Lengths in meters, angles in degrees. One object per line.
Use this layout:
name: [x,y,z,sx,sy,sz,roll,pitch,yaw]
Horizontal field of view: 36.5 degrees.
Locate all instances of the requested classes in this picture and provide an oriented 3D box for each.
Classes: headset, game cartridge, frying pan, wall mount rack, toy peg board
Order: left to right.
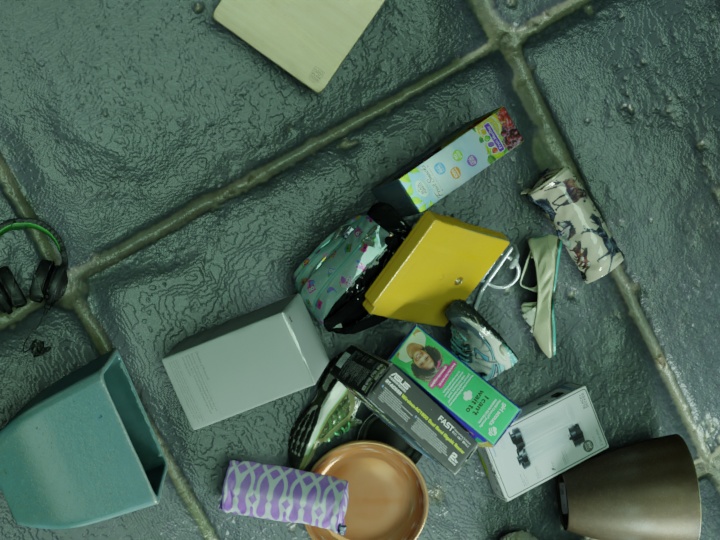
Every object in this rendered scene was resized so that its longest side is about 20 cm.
headset: [-0.473,0.022,1.549,0.122,0.094,0.202,-9,83,-14]
toy peg board: [-0.088,-0.410,1.655,0.199,0.098,0.200,34,99,-13]
frying pan: [0.047,0.305,1.730,0.114,0.031,0.192,-1,103,-12]
game cartridge: [0.110,0.001,1.614,0.199,0.032,0.177,14,119,-49]
wall mount rack: [0.155,0.009,1.733,0.199,0.075,0.175,26,115,-13]

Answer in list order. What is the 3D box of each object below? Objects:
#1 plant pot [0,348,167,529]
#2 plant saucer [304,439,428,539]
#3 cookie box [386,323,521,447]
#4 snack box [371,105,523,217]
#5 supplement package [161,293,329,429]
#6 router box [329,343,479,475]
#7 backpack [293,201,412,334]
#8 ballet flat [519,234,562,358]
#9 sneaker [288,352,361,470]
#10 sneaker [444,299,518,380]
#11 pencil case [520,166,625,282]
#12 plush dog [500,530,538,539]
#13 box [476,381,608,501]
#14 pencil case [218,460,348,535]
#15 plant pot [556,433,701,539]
plant pot: [-0.404,0.251,1.533,0.198,0.196,0.198,-22,97,-3]
plant saucer: [0.006,0.357,1.698,0.198,0.037,0.202,0,99,-3]
cookie box: [0.135,0.178,1.653,0.199,0.171,0.075,38,82,5]
snack box: [0.129,-0.160,1.668,0.199,0.169,0.068,-34,96,-11]
supplement package: [-0.164,0.131,1.588,0.198,0.117,0.118,-22,97,13]
router box: [0.063,0.204,1.616,0.200,0.150,0.062,43,80,-22]
backpack: [0.000,0.000,1.641,0.200,0.167,0.127,-44,59,4]
ballet flat: [0.290,0.041,1.775,0.069,0.069,0.202,0,98,-15]
sneaker: [-0.038,0.232,1.688,0.088,0.077,0.201,32,86,-22]
sneaker: [0.176,0.121,1.701,0.086,0.078,0.200,-42,137,4]
pencil case: [0.350,-0.072,1.779,0.078,0.089,0.201,-43,103,-39]
plush dog: [0.302,0.539,1.760,0.198,0.161,0.173,13,111,-15]
box: [0.291,0.276,1.780,0.199,0.060,0.118,-26,98,-13]
pencil case: [-0.112,0.340,1.639,0.198,0.086,0.084,12,46,4]
plant pot: [0.425,0.367,1.774,0.198,0.187,0.189,-4,93,-1]
